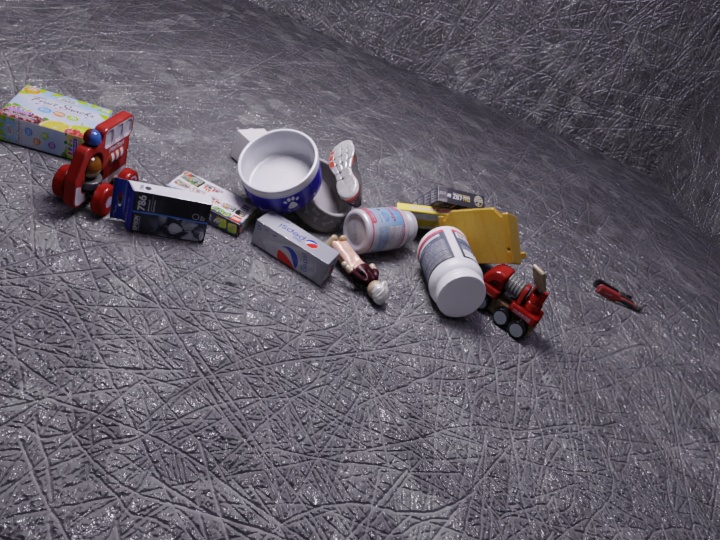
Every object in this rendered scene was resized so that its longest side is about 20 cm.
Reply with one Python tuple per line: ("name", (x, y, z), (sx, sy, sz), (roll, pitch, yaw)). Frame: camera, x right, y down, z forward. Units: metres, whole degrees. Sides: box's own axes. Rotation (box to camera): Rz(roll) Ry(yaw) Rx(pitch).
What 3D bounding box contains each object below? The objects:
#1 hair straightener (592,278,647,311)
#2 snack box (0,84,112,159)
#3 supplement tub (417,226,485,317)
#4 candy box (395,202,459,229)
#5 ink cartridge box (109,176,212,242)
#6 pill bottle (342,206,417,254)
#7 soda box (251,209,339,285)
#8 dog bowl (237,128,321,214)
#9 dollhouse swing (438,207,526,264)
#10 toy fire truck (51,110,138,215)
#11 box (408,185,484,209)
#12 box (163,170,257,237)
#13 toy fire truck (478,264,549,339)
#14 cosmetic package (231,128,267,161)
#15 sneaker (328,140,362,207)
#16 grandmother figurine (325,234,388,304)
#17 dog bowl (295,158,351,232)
("hair straightener", (0.836, 0.073, 1.782), (0.194, 0.042, 0.078), (21, 33, -7))
("snack box", (-0.696, -0.339, 1.275), (0.194, 0.069, 0.171), (16, 34, -18))
("supplement tub", (0.224, 0.000, 1.370), (0.136, 0.143, 0.203), (12, 35, -18))
("candy box", (0.189, -0.148, 1.554), (0.192, 0.103, 0.027), (6, 67, -3))
("ink cartridge box", (-0.412, -0.122, 1.142), (0.193, 0.101, 0.040), (8, 36, -24))
("pill bottle", (0.056, -0.107, 1.433), (0.196, 0.111, 0.109), (-10, 46, -43))
("soda box", (-0.149, -0.053, 1.259), (0.196, 0.065, 0.068), (31, 33, 8))
("dog bowl", (-0.190, -0.238, 1.322), (0.192, 0.080, 0.206), (-3, 57, 5))
("dollhouse swing", (0.344, -0.096, 1.501), (0.195, 0.188, 0.174), (1, 20, 36))
("toy fire truck", (-0.537, -0.224, 1.132), (0.109, 0.171, 0.202), (23, 32, -1))
("box", (0.238, -0.177, 1.592), (0.156, 0.199, 0.051), (7, 76, -22))
("box", (-0.351, -0.159, 1.294), (0.195, 0.035, 0.111), (26, 33, 0))
("toy fire truck", (0.386, 0.044, 1.365), (0.175, 0.204, 0.127), (38, 34, 21))
("cosmetic package", (-0.251, -0.300, 1.512), (0.199, 0.087, 0.106), (42, 35, 25))
("sneaker", (-0.033, -0.249, 1.456), (0.082, 0.075, 0.206), (49, 31, -53))
("grandmother figurine", (0.000, 0.000, 1.298), (0.119, 0.062, 0.201), (-10, 50, -44))
("dog bowl", (-0.102, -0.203, 1.433), (0.197, 0.058, 0.206), (28, 46, -32))
